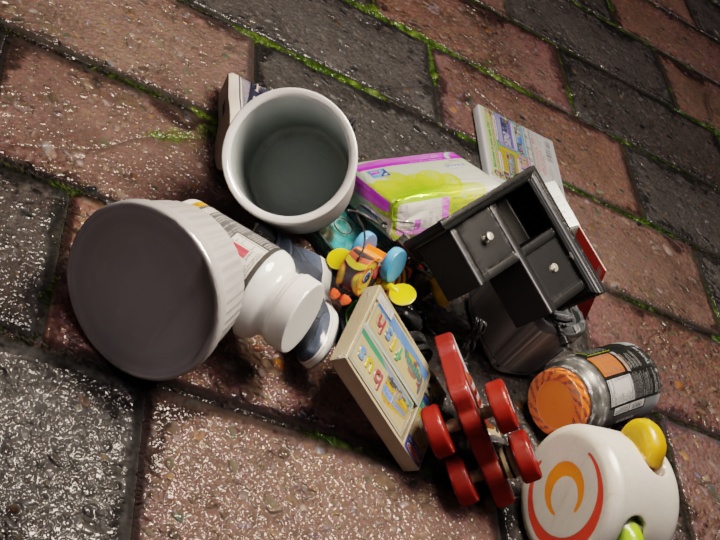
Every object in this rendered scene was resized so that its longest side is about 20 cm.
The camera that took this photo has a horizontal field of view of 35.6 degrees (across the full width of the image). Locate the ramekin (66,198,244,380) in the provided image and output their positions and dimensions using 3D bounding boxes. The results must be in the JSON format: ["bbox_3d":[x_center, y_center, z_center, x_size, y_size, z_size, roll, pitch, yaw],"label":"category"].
[{"bbox_3d":[-0.221,0.014,1.257,0.202,0.203,0.094,46,27,7],"label":"ramekin"}]

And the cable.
[{"bbox_3d":[0.083,-0.014,1.588,0.050,0.200,0.097,-33,59,-6],"label":"cable"}]

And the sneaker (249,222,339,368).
[{"bbox_3d":[-0.103,0.026,1.425,0.146,0.077,0.203,34,27,-28],"label":"sneaker"}]

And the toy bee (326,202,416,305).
[{"bbox_3d":[0.000,0.000,1.458,0.130,0.109,0.200,25,-13,45],"label":"toy bee"}]

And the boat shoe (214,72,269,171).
[{"bbox_3d":[-0.157,-0.208,1.620,0.092,0.075,0.201,15,43,-19],"label":"boat shoe"}]

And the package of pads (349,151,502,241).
[{"bbox_3d":[0.094,-0.111,1.623,0.198,0.069,0.154,-11,31,-27],"label":"package of pads"}]

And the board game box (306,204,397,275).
[{"bbox_3d":[0.001,-0.063,1.656,0.199,0.028,0.136,-22,70,-50],"label":"board game box"}]

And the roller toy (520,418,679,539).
[{"bbox_3d":[0.311,0.295,1.444,0.139,0.182,0.202,15,69,-31],"label":"roller toy"}]

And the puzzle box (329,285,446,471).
[{"bbox_3d":[0.039,0.136,1.404,0.201,0.025,0.134,58,39,-29],"label":"puzzle box"}]

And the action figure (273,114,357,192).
[{"bbox_3d":[-0.072,-0.180,1.637,0.118,0.103,0.200,21,34,3],"label":"action figure"}]

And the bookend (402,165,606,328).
[{"bbox_3d":[0.194,-0.005,1.495,0.199,0.092,0.200,-29,89,-36],"label":"bookend"}]

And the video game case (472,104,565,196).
[{"bbox_3d":[0.292,-0.201,2.053,0.181,0.022,0.201,22,42,-24],"label":"video game case"}]

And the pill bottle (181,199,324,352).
[{"bbox_3d":[-0.150,0.008,1.341,0.199,0.117,0.116,30,35,15],"label":"pill bottle"}]

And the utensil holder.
[{"bbox_3d":[-0.086,-0.134,1.472,0.170,0.170,0.200,44,-3,4],"label":"utensil holder"}]

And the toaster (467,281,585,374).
[{"bbox_3d":[0.244,0.065,1.658,0.113,0.129,0.201,8,48,-35],"label":"toaster"}]

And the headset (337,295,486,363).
[{"bbox_3d":[0.067,0.081,1.517,0.198,0.094,0.124,11,45,-18],"label":"headset"}]

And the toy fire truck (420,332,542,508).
[{"bbox_3d":[0.150,0.196,1.445,0.168,0.111,0.201,-95,161,-63],"label":"toy fire truck"}]

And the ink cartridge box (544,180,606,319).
[{"bbox_3d":[0.303,-0.011,1.737,0.043,0.201,0.175,-16,59,-12],"label":"ink cartridge box"}]

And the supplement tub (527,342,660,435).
[{"bbox_3d":[0.340,0.177,1.638,0.199,0.123,0.123,-7,58,-44],"label":"supplement tub"}]
